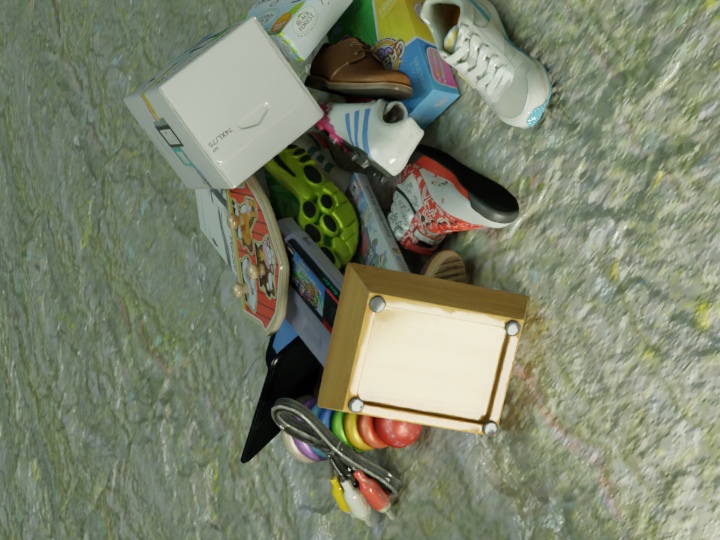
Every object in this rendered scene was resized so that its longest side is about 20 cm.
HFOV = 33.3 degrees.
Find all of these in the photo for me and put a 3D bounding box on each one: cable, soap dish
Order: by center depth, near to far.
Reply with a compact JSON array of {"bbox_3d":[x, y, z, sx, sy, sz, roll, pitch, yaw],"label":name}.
[{"bbox_3d":[0.068,0.088,1.246,0.081,0.200,0.158,-127,49,-74],"label":"soap dish"},{"bbox_3d":[-0.026,0.226,1.404,0.097,0.200,0.050,-12,40,42],"label":"cable"}]

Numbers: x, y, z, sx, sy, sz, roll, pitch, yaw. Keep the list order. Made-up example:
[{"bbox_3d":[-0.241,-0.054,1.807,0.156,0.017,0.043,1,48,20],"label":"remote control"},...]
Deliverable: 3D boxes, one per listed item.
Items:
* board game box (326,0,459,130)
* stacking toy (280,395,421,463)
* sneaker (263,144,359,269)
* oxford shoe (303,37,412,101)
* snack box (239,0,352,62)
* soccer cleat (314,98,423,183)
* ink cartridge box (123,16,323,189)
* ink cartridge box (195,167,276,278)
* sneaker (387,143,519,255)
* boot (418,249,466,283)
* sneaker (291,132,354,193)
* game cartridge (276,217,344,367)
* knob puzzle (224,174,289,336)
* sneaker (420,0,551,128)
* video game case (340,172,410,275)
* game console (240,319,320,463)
[{"bbox_3d":[0.035,-0.252,1.462,0.153,0.040,0.200,-43,53,43],"label":"board game box"},{"bbox_3d":[-0.006,0.189,1.445,0.200,0.085,0.086,-10,78,49],"label":"stacking toy"},{"bbox_3d":[-0.058,-0.069,1.455,0.084,0.074,0.200,93,154,-49],"label":"sneaker"},{"bbox_3d":[-0.003,-0.239,1.423,0.200,0.071,0.071,23,100,54],"label":"oxford shoe"},{"bbox_3d":[-0.066,-0.346,1.514,0.142,0.053,0.200,7,56,55],"label":"snack box"},{"bbox_3d":[0.011,-0.167,1.407,0.086,0.070,0.200,-49,35,2],"label":"soccer cleat"},{"bbox_3d":[-0.169,-0.197,1.458,0.146,0.147,0.200,54,164,-17],"label":"ink cartridge box"},{"bbox_3d":[-0.151,-0.075,1.626,0.200,0.085,0.146,46,148,44],"label":"ink cartridge box"},{"bbox_3d":[0.099,-0.058,1.335,0.201,0.067,0.108,42,121,52],"label":"sneaker"},{"bbox_3d":[0.037,0.040,1.401,0.166,0.072,0.200,40,122,46],"label":"boot"},{"bbox_3d":[-0.065,-0.119,1.542,0.200,0.093,0.070,51,126,44],"label":"sneaker"},{"bbox_3d":[-0.045,0.045,1.373,0.200,0.038,0.130,48,150,36],"label":"game cartridge"},{"bbox_3d":[-0.130,-0.016,1.439,0.220,0.030,0.220,170,90,-70],"label":"knob puzzle"},{"bbox_3d":[0.131,-0.225,1.294,0.077,0.081,0.200,-57,46,31],"label":"sneaker"},{"bbox_3d":[0.000,0.000,1.417,0.143,0.018,0.200,-63,32,33],"label":"video game case"},{"bbox_3d":[-0.110,0.112,1.533,0.176,0.116,0.200,60,143,38],"label":"game console"}]
